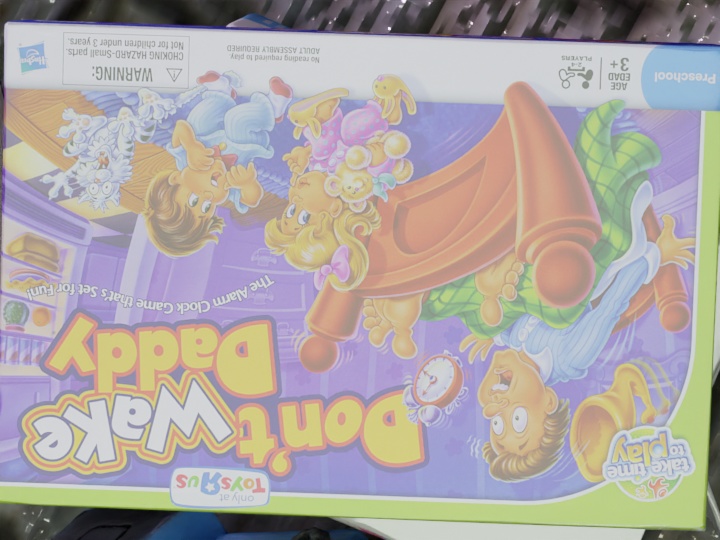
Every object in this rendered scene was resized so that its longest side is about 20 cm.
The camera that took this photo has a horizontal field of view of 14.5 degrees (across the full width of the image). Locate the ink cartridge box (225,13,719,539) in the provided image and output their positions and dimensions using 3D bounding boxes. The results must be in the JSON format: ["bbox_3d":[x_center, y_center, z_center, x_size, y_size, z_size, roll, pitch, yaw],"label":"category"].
[{"bbox_3d":[0.030,0.016,0.883,0.199,0.129,0.126,22,97,-2],"label":"ink cartridge box"}]

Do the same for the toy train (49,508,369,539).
[{"bbox_3d":[-0.029,0.131,0.897,0.199,0.087,0.114,-7,124,47],"label":"toy train"}]

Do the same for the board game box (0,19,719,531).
[{"bbox_3d":[0.000,0.000,0.795,0.199,0.045,0.135,2,96,1],"label":"board game box"}]

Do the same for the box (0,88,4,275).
[{"bbox_3d":[-0.158,-0.040,0.918,0.082,0.068,0.201,-13,100,8],"label":"box"}]
